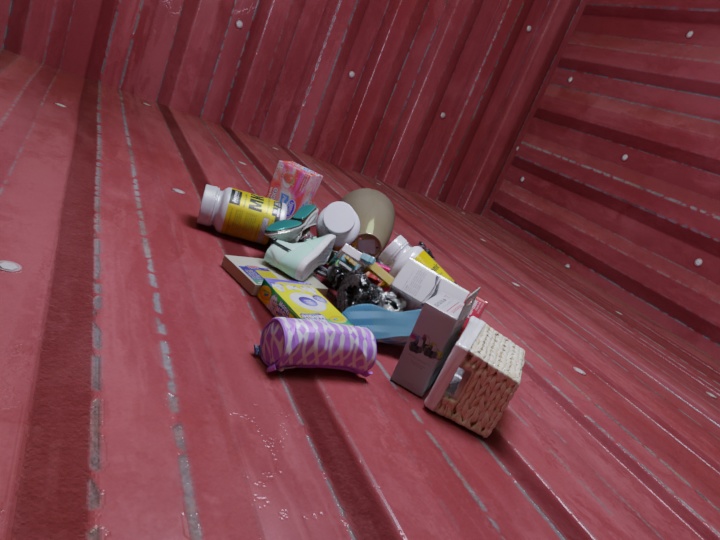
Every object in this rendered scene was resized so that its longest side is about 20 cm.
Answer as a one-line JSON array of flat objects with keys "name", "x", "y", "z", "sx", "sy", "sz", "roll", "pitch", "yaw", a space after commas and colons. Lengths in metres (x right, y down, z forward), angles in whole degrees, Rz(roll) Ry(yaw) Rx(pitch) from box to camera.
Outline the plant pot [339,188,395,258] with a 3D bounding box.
[{"name": "plant pot", "x": 0.015, "y": -0.116, "z": 1.663, "sx": 0.186, "sy": 0.188, "sz": 0.201, "roll": 20, "pitch": 29, "yaw": -11}]

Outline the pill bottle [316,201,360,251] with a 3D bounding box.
[{"name": "pill bottle", "x": -0.059, "y": -0.105, "z": 1.462, "sx": 0.111, "sy": 0.113, "sz": 0.200, "roll": 23, "pitch": -14, "yaw": 1}]

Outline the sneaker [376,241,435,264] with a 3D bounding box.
[{"name": "sneaker", "x": 0.134, "y": -0.038, "z": 1.644, "sx": 0.199, "sy": 0.116, "sz": 0.076, "roll": 13, "pitch": 19, "yaw": -33}]

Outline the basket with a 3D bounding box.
[{"name": "basket", "x": 0.212, "y": 0.185, "z": 1.011, "sx": 0.123, "sy": 0.136, "sz": 0.200, "roll": 29, "pitch": 17, "yaw": 12}]

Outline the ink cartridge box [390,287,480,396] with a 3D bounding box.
[{"name": "ink cartridge box", "x": 0.137, "y": 0.112, "z": 1.019, "sx": 0.068, "sy": 0.201, "sz": 0.115, "roll": 28, "pitch": 16, "yaw": 17}]

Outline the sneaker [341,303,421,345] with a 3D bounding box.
[{"name": "sneaker", "x": 0.054, "y": 0.117, "z": 1.131, "sx": 0.198, "sy": 0.081, "sz": 0.077, "roll": 6, "pitch": 63, "yaw": -5}]

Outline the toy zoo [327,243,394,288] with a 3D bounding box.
[{"name": "toy zoo", "x": 0.000, "y": 0.000, "z": 1.269, "sx": 0.131, "sy": 0.021, "sz": 0.200, "roll": 36, "pitch": -17, "yaw": -6}]

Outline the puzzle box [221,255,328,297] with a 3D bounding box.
[{"name": "puzzle box", "x": -0.182, "y": 0.014, "z": 1.208, "sx": 0.199, "sy": 0.026, "sz": 0.133, "roll": 6, "pitch": 24, "yaw": -46}]

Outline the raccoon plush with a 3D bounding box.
[{"name": "raccoon plush", "x": 0.019, "y": 0.045, "z": 1.240, "sx": 0.133, "sy": 0.097, "sz": 0.201, "roll": 21, "pitch": 26, "yaw": -30}]

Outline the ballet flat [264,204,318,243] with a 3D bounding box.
[{"name": "ballet flat", "x": -0.155, "y": -0.097, "z": 1.337, "sx": 0.069, "sy": 0.070, "sz": 0.200, "roll": 27, "pitch": 33, "yaw": 13}]

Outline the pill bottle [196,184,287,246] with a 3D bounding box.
[{"name": "pill bottle", "x": -0.288, "y": -0.135, "z": 1.373, "sx": 0.198, "sy": 0.115, "sz": 0.114, "roll": 14, "pitch": 18, "yaw": -17}]

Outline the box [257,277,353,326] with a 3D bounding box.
[{"name": "box", "x": -0.101, "y": 0.083, "z": 1.067, "sx": 0.117, "sy": 0.049, "sz": 0.200, "roll": 8, "pitch": 24, "yaw": -41}]

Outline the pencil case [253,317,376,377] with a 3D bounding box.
[{"name": "pencil case", "x": -0.066, "y": 0.126, "z": 0.919, "sx": 0.199, "sy": 0.084, "sz": 0.086, "roll": 9, "pitch": 56, "yaw": -36}]

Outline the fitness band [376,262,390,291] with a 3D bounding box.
[{"name": "fitness band", "x": 0.059, "y": 0.023, "z": 1.493, "sx": 0.199, "sy": 0.038, "sz": 0.144, "roll": 21, "pitch": 17, "yaw": -7}]

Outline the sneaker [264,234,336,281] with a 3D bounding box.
[{"name": "sneaker", "x": -0.135, "y": -0.054, "z": 1.270, "sx": 0.118, "sy": 0.074, "sz": 0.200, "roll": 25, "pitch": 28, "yaw": 12}]

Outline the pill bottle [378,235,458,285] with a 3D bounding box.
[{"name": "pill bottle", "x": 0.141, "y": 0.011, "z": 1.407, "sx": 0.200, "sy": 0.111, "sz": 0.111, "roll": 45, "pitch": 19, "yaw": 5}]

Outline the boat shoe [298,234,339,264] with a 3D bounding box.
[{"name": "boat shoe", "x": -0.093, "y": -0.053, "z": 1.399, "sx": 0.199, "sy": 0.057, "sz": 0.067, "roll": 30, "pitch": 8, "yaw": 7}]

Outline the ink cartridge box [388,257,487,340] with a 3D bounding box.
[{"name": "ink cartridge box", "x": 0.168, "y": 0.072, "z": 1.267, "sx": 0.199, "sy": 0.083, "sz": 0.147, "roll": 31, "pitch": -16, "yaw": 9}]

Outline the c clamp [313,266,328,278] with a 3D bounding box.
[{"name": "c clamp", "x": -0.116, "y": -0.012, "z": 1.372, "sx": 0.199, "sy": 0.027, "sz": 0.171, "roll": 30, "pitch": 7, "yaw": 12}]

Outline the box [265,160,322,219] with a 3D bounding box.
[{"name": "box", "x": -0.190, "y": -0.177, "z": 1.488, "sx": 0.102, "sy": 0.201, "sz": 0.095, "roll": 27, "pitch": 14, "yaw": 9}]
